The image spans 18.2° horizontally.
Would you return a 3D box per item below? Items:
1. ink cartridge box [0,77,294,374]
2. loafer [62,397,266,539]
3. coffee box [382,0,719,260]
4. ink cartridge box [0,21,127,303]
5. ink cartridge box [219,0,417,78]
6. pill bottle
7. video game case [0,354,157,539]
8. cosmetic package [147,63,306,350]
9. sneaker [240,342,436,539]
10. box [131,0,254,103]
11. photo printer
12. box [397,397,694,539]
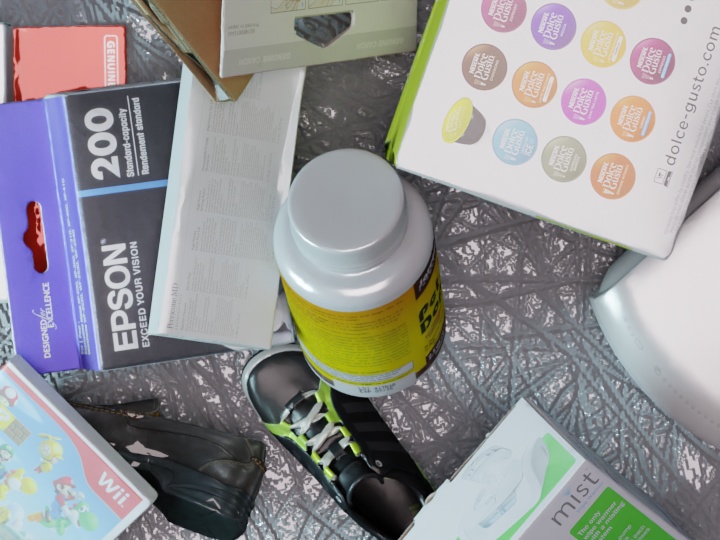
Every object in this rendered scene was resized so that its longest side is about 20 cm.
[{"bbox_3d":[-0.157,-0.033,1.596,0.198,0.043,0.200,-8,93,-13],"label":"ink cartridge box"},{"bbox_3d":[-0.163,0.126,1.632,0.199,0.073,0.073,24,61,3],"label":"loafer"},{"bbox_3d":[0.138,-0.136,1.538,0.196,0.200,0.201,19,94,-3],"label":"coffee box"},{"bbox_3d":[-0.255,-0.078,1.615,0.172,0.044,0.202,-1,95,0],"label":"ink cartridge box"},{"bbox_3d":[-0.035,-0.232,1.541,0.044,0.199,0.178,18,111,40],"label":"ink cartridge box"},{"bbox_3d":[0.000,0.000,1.540,0.108,0.200,0.110,-3,63,5],"label":"pill bottle"},{"bbox_3d":[-0.258,0.172,1.614,0.143,0.017,0.200,45,115,-4],"label":"video game case"},{"bbox_3d":[-0.094,-0.050,1.563,0.082,0.051,0.202,9,85,-17],"label":"cosmetic package"},{"bbox_3d":[-0.004,0.130,1.619,0.200,0.083,0.072,45,93,-5],"label":"sneaker"},{"bbox_3d":[-0.093,-0.238,1.530,0.164,0.021,0.201,50,52,-28],"label":"box"},{"bbox_3d":[0.277,0.018,1.621,0.200,0.069,0.167,-42,95,3],"label":"photo printer"},{"bbox_3d":[0.120,0.221,1.589,0.200,0.097,0.176,-49,128,3],"label":"box"}]
